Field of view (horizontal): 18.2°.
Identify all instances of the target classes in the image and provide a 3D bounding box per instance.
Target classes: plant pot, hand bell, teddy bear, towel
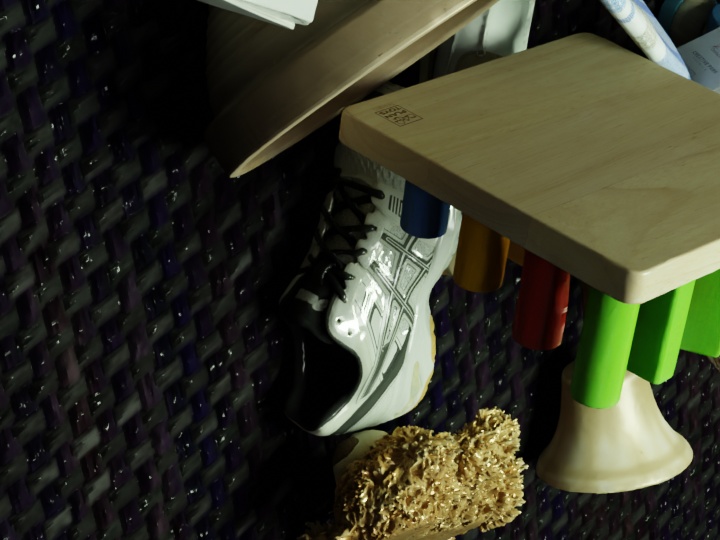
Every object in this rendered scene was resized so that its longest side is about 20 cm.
[{"bbox_3d":[-0.006,-0.138,1.087,0.201,0.201,0.093,-35,90,-40],"label":"plant pot"},{"bbox_3d":[0.153,0.032,1.448,0.104,0.104,0.201,-26,113,-45],"label":"hand bell"},{"bbox_3d":[0.030,0.128,1.297,0.145,0.067,0.200,-33,163,29],"label":"teddy bear"},{"bbox_3d":[0.112,-0.190,1.223,0.024,0.147,0.200,-37,146,10],"label":"towel"}]

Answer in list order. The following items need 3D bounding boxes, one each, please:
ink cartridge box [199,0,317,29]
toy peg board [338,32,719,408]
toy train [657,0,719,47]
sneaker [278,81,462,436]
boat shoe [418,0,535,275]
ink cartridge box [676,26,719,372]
[{"bbox_3d":[-0.068,-0.219,0.951,0.084,0.146,0.201,10,98,-53],"label":"ink cartridge box"},{"bbox_3d":[0.121,-0.025,1.157,0.199,0.199,0.098,-20,129,-41],"label":"toy peg board"},{"bbox_3d":[0.244,-0.086,1.475,0.084,0.116,0.201,-28,133,-32],"label":"toy train"},{"bbox_3d":[0.000,0.000,1.213,0.087,0.075,0.201,-20,120,-44],"label":"sneaker"},{"bbox_3d":[0.071,-0.094,1.267,0.075,0.068,0.201,7,101,-55],"label":"boat shoe"},{"bbox_3d":[0.262,-0.050,1.332,0.175,0.084,0.201,-25,116,-1],"label":"ink cartridge box"}]
